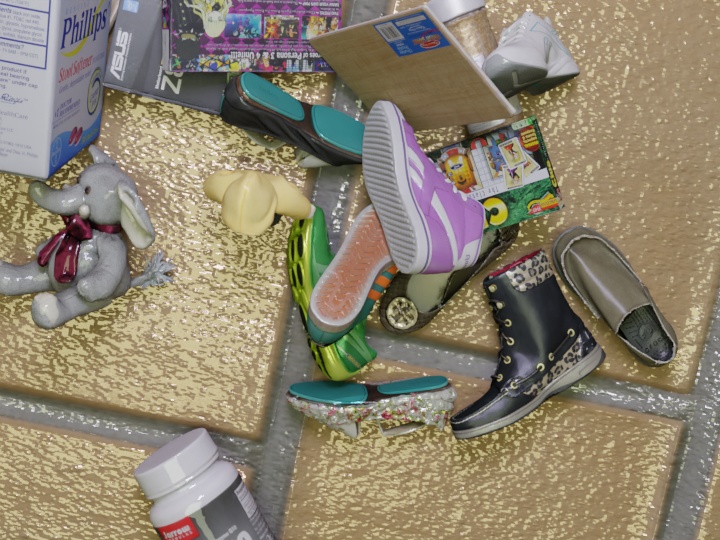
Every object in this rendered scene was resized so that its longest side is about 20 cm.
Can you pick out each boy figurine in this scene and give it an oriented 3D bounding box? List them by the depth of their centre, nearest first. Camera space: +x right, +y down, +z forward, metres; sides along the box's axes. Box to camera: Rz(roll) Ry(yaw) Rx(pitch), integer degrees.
[{"bbox_3d":[-0.107,-0.074,1.157,0.123,0.200,0.065,13,96,-6],"label":"boy figurine"}]

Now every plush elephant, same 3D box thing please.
[{"bbox_3d":[-0.295,-0.046,1.179,0.198,0.164,0.157,-12,113,-29],"label":"plush elephant"}]

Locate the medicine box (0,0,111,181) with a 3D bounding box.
[{"bbox_3d":[-0.333,-0.219,1.118,0.101,0.183,0.203,11,111,0],"label":"medicine box"}]

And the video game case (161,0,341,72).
[{"bbox_3d":[-0.113,-0.303,1.157,0.197,0.036,0.184,-5,104,-26],"label":"video game case"}]

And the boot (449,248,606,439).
[{"bbox_3d":[0.164,0.084,1.244,0.202,0.073,0.155,-29,96,-10],"label":"boot"}]

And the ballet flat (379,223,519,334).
[{"bbox_3d":[0.102,0.001,1.248,0.199,0.046,0.068,-38,96,3],"label":"ballet flat"}]

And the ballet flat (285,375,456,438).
[{"bbox_3d":[0.013,0.161,1.254,0.197,0.076,0.065,-2,105,1],"label":"ballet flat"}]

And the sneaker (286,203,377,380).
[{"bbox_3d":[-0.032,0.021,1.243,0.083,0.074,0.203,-16,98,-21],"label":"sneaker"}]

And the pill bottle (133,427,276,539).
[{"bbox_3d":[-0.169,0.291,1.242,0.113,0.114,0.202,-29,97,2],"label":"pill bottle"}]

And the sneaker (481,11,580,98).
[{"bbox_3d":[0.169,-0.230,1.161,0.070,0.200,0.081,-23,89,29],"label":"sneaker"}]

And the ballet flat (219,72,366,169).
[{"bbox_3d":[-0.068,-0.156,1.208,0.198,0.069,0.068,23,132,-27],"label":"ballet flat"}]

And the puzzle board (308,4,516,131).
[{"bbox_3d":[0.052,-0.205,1.135,0.151,0.199,0.018,45,66,-28],"label":"puzzle board"}]

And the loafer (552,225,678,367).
[{"bbox_3d":[0.299,0.031,1.245,0.075,0.070,0.200,-44,96,4],"label":"loafer"}]

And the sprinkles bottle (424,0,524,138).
[{"bbox_3d":[0.133,-0.211,1.213,0.067,0.068,0.202,-21,97,1],"label":"sprinkles bottle"}]

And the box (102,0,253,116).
[{"bbox_3d":[-0.184,-0.281,1.195,0.159,0.049,0.203,13,97,-12],"label":"box"}]

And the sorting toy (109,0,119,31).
[{"bbox_3d":[-0.326,-0.372,1.195,0.183,0.036,0.202,27,96,-5],"label":"sorting toy"}]

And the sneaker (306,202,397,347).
[{"bbox_3d":[0.000,0.000,1.186,0.071,0.080,0.200,36,58,6],"label":"sneaker"}]

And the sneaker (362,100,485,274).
[{"bbox_3d":[0.071,-0.089,1.180,0.113,0.073,0.203,-3,69,-29],"label":"sneaker"}]

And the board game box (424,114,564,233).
[{"bbox_3d":[0.117,-0.090,1.207,0.198,0.023,0.106,-17,100,28],"label":"board game box"}]
